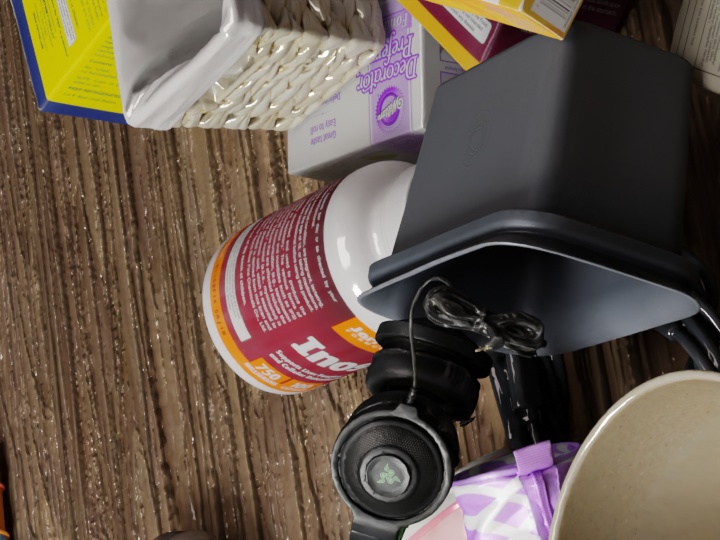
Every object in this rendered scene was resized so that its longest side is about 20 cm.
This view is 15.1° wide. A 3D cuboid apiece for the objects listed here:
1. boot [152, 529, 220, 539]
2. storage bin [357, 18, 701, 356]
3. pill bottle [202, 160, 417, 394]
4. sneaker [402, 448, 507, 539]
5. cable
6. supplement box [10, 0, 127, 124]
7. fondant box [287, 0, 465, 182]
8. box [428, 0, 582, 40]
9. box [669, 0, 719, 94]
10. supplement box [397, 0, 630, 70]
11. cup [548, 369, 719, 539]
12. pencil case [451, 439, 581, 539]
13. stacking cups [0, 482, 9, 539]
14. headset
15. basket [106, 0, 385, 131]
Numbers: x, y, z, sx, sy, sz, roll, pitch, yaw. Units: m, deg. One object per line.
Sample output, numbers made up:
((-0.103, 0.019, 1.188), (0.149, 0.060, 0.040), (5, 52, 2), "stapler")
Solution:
((-0.113, 0.276, 1.822), (0.146, 0.070, 0.201), (20, 100, 59), "boot")
((0.105, -0.042, 1.446), (0.200, 0.145, 0.135), (-21, 55, 64), "storage bin")
((0.000, 0.000, 1.667), (0.200, 0.112, 0.114), (-25, 64, 49), "pill bottle")
((0.059, 0.184, 1.587), (0.105, 0.075, 0.200), (57, 151, 9), "sneaker")
((0.148, 0.076, 1.517), (0.163, 0.051, 0.201), (-33, 62, 37), "cable")
((-0.144, -0.204, 1.901), (0.200, 0.108, 0.110), (-45, 51, 39), "supplement box")
((0.015, -0.168, 1.723), (0.144, 0.058, 0.201), (-16, 72, 52), "fondant box")
((0.063, -0.199, 1.440), (0.200, 0.041, 0.120), (25, 87, 55), "box")
((0.253, -0.114, 1.373), (0.200, 0.077, 0.096), (30, 108, 51), "box")
((0.112, -0.214, 1.574), (0.110, 0.085, 0.201), (50, 123, 47), "supplement box")
((0.208, 0.154, 1.333), (0.200, 0.143, 0.202), (-13, 74, 53), "cup")
((0.110, 0.191, 1.459), (0.085, 0.083, 0.201), (148, 103, -87), "pencil case")
((-0.286, 0.224, 2.072), (0.060, 0.060, 0.201), (-30, 56, 47), "stacking cups")
((0.041, 0.079, 1.451), (0.201, 0.093, 0.124), (100, -171, -49), "headset")
((-0.078, -0.196, 1.703), (0.135, 0.123, 0.201), (-37, 55, 46), "basket")
